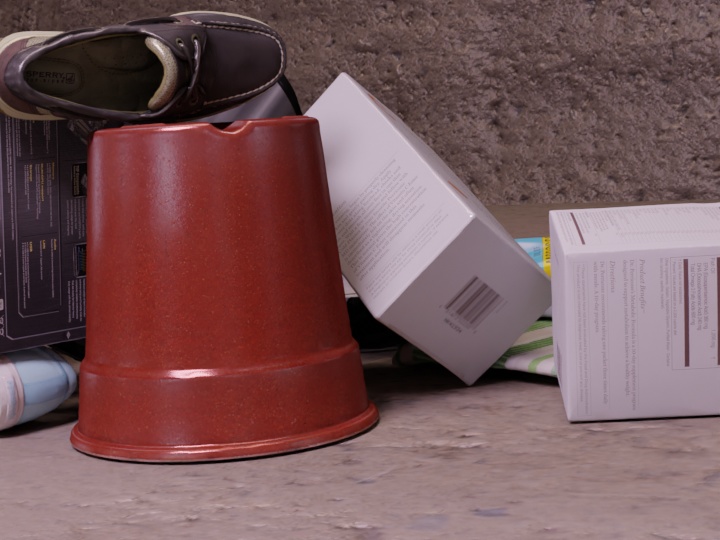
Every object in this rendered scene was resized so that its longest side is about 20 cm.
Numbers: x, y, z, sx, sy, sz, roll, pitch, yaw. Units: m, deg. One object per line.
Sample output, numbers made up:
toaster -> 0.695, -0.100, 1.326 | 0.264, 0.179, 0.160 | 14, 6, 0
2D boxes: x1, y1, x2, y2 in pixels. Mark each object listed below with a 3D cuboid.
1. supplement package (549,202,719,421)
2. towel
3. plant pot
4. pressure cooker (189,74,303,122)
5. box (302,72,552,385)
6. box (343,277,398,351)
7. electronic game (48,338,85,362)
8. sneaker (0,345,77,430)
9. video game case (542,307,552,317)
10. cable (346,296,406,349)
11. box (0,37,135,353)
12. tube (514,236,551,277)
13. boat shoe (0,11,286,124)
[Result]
supplement package -> 0.224, 0.021, 0.893 | 0.198, 0.110, 0.114 | -3, 16, 4
towel -> 0.140, 0.061, 1.077 | 0.152, 0.024, 0.199 | -9, 9, -42
plant pot -> -0.093, 0.003, 0.904 | 0.199, 0.197, 0.201 | -4, 6, 0
pressure cooker -> -0.158, -0.078, 1.111 | 0.176, 0.179, 0.200 | -27, 24, 48
box -> 0.033, -0.033, 1.023 | 0.124, 0.098, 0.200 | 36, 12, -44
box -> -0.020, 0.014, 1.211 | 0.198, 0.060, 0.117 | -5, 35, -7
electronic game -> -0.215, 0.031, 1.087 | 0.199, 0.042, 0.200 | 30, 8, -5
sneaker -> -0.274, 0.071, 1.004 | 0.082, 0.075, 0.199 | -7, 18, -45
video game case -> 0.247, 0.029, 1.196 | 0.181, 0.022, 0.200 | 4, 4, 31
cable -> 0.000, 0.000, 1.135 | 0.198, 0.051, 0.164 | 7, 37, 7
box -> -0.199, -0.054, 0.947 | 0.158, 0.202, 0.048 | -11, 18, -40
tube -> 0.206, -0.007, 1.201 | 0.198, 0.051, 0.078 | 0, 20, 6
boat shoe -> -0.131, -0.123, 0.886 | 0.200, 0.072, 0.066 | -8, 16, -28
